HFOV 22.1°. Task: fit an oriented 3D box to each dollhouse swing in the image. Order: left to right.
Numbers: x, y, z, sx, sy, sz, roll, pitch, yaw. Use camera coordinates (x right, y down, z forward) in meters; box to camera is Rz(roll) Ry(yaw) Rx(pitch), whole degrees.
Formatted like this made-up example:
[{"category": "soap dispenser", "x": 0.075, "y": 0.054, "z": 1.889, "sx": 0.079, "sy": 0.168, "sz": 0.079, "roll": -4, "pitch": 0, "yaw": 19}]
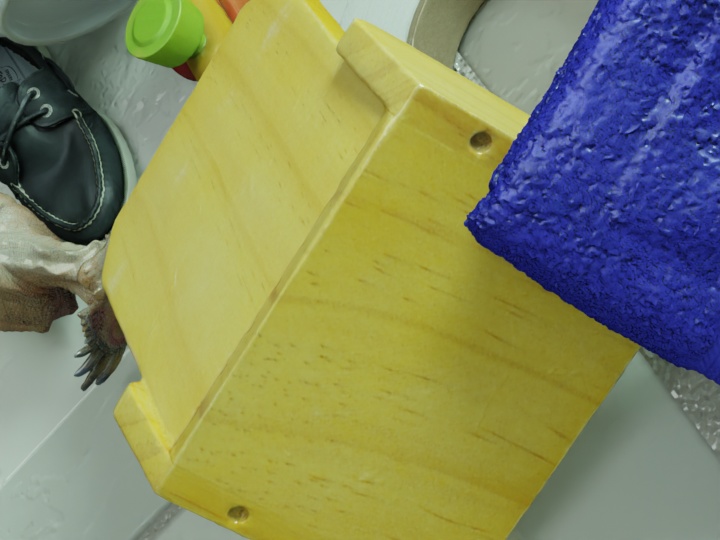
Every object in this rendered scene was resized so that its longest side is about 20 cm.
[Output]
[{"category": "dollhouse swing", "x": 0.000, "y": 0.000, "z": 0.808, "sx": 0.200, "sy": 0.181, "sz": 0.176, "roll": -58, "pitch": 17, "yaw": 15}]

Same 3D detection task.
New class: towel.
[{"category": "towel", "x": 0.156, "y": -0.024, "z": 0.669, "sx": 0.200, "sy": 0.050, "sz": 0.148, "roll": 31, "pitch": 94, "yaw": 5}]

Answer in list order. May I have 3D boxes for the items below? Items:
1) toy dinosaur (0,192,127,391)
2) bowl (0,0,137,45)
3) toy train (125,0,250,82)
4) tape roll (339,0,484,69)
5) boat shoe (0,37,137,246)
[{"category": "toy dinosaur", "x": -0.174, "y": 0.006, "z": 0.969, "sx": 0.086, "sy": 0.135, "sz": 0.200, "roll": -70, "pitch": 18, "yaw": -5}, {"category": "bowl", "x": -0.169, "y": -0.184, "z": 0.985, "sx": 0.201, "sy": 0.201, "sz": 0.091, "roll": -36, "pitch": 72, "yaw": 23}, {"category": "toy train", "x": -0.065, "y": -0.100, "z": 0.901, "sx": 0.085, "sy": 0.116, "sz": 0.200, "roll": -44, "pitch": 51, "yaw": 18}, {"category": "tape roll", "x": 0.074, "y": -0.104, "z": 0.844, "sx": 0.202, "sy": 0.037, "sz": 0.203, "roll": -15, "pitch": 65, "yaw": 35}, {"category": "boat shoe", "x": -0.191, "y": -0.086, "z": 1.031, "sx": 0.075, "sy": 0.066, "sz": 0.200, "roll": -45, "pitch": 51, "yaw": 17}]
